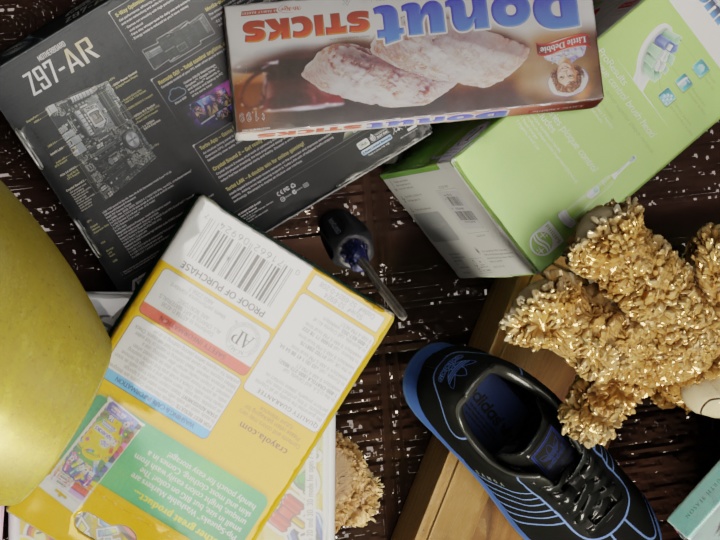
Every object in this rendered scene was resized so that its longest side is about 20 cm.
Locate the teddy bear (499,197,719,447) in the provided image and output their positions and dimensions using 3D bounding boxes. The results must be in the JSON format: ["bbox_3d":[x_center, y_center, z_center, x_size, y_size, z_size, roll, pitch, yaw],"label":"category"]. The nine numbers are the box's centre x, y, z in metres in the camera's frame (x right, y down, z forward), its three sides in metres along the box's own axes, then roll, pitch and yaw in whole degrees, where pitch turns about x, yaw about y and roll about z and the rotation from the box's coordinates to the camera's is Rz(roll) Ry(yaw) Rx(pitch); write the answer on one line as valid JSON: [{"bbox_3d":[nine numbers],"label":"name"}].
[{"bbox_3d":[0.162,0.033,1.541,0.145,0.067,0.200,-42,137,-6],"label":"teddy bear"}]

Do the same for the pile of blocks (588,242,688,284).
[{"bbox_3d":[0.223,0.032,1.683,0.200,0.062,0.082,22,87,-37],"label":"pile of blocks"}]

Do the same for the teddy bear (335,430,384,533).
[{"bbox_3d":[-0.080,0.165,1.614,0.145,0.067,0.200,25,92,-11],"label":"teddy bear"}]

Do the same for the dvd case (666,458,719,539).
[{"bbox_3d":[0.245,0.113,1.659,0.022,0.200,0.146,42,88,16],"label":"dvd case"}]

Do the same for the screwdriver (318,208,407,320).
[{"bbox_3d":[0.000,0.000,1.550,0.029,0.200,0.028,-9,107,-4],"label":"screwdriver"}]

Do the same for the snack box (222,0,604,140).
[{"bbox_3d":[0.028,-0.115,1.515,0.200,0.024,0.072,-6,81,-4],"label":"snack box"}]

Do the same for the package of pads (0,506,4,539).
[{"bbox_3d":[-0.259,0.198,1.534,0.120,0.076,0.200,2,95,-20],"label":"package of pads"}]

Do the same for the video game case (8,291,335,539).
[{"bbox_3d":[-0.105,0.112,1.561,0.182,0.023,0.200,0,95,-5],"label":"video game case"}]

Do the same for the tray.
[{"bbox_3d":[0.101,0.092,1.684,0.099,0.037,0.200,23,88,-21],"label":"tray"}]

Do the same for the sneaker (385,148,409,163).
[{"bbox_3d":[0.059,-0.159,1.629,0.104,0.060,0.200,4,91,-17],"label":"sneaker"}]

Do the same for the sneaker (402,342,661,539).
[{"bbox_3d":[0.110,0.117,1.629,0.200,0.078,0.070,40,81,-20],"label":"sneaker"}]

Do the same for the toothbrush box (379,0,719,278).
[{"bbox_3d":[0.127,-0.089,1.612,0.200,0.146,0.086,-39,99,-12],"label":"toothbrush box"}]

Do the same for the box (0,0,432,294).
[{"bbox_3d":[-0.085,-0.096,1.557,0.200,0.044,0.160,-32,106,4],"label":"box"}]

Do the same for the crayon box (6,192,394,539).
[{"bbox_3d":[-0.088,0.074,1.523,0.126,0.052,0.200,32,90,-7],"label":"crayon box"}]

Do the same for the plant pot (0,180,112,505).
[{"bbox_3d":[-0.216,0.044,1.461,0.142,0.200,0.200,32,84,-14],"label":"plant pot"}]
